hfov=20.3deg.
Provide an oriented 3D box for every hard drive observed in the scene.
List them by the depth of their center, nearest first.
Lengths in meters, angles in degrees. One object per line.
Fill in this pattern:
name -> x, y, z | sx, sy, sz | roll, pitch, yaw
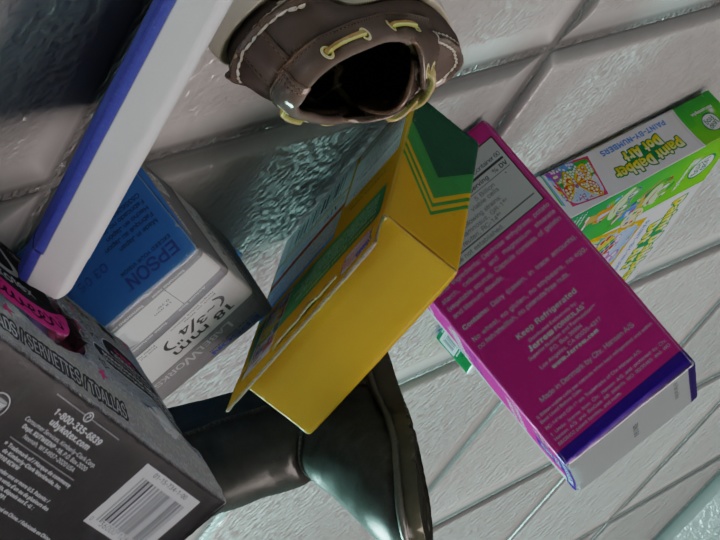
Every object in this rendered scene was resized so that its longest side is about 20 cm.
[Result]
hard drive -> -0.071, -0.096, 0.796 | 0.200, 0.025, 0.132 | -55, -172, 39

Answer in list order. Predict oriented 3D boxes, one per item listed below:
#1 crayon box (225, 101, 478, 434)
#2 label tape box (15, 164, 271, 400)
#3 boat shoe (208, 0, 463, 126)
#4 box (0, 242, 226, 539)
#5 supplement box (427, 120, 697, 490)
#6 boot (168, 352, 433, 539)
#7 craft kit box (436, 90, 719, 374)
crayon box -> 0.000, 0.000, 1.065 | 0.126, 0.051, 0.200 | -48, -169, 24
label tape box -> -0.123, 0.035, 1.036 | 0.144, 0.063, 0.200 | -40, 162, 2
boat shoe -> 0.001, -0.100, 0.969 | 0.072, 0.060, 0.200 | -47, 161, 20
box -> -0.171, 0.062, 0.838 | 0.132, 0.115, 0.200 | -41, 142, 3
supplement box -> 0.106, 0.022, 1.241 | 0.103, 0.200, 0.101 | -38, 161, -1
boot -> -0.068, 0.113, 1.070 | 0.198, 0.073, 0.182 | -11, -158, -5
craft kit box -> 0.168, -0.028, 1.505 | 0.197, 0.049, 0.200 | -30, 160, -35
